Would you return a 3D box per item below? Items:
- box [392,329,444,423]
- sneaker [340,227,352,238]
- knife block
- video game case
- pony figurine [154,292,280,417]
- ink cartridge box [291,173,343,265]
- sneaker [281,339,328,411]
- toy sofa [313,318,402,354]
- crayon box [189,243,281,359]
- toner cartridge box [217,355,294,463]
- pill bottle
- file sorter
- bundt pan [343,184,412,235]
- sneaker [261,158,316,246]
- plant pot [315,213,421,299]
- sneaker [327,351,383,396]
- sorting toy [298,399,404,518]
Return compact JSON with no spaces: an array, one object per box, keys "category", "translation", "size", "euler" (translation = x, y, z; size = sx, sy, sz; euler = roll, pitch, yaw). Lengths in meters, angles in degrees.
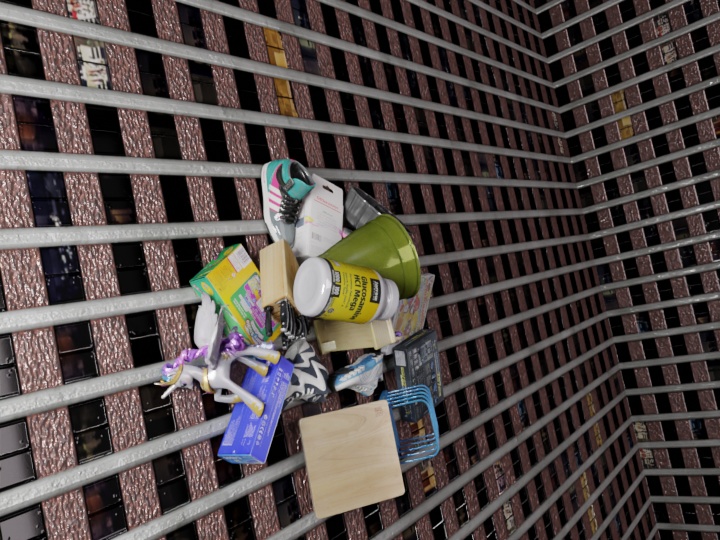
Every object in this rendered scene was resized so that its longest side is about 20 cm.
[{"category":"box","translation":[0.155,0.274,1.651],"size":[0.157,0.050,0.204],"euler":[-23,109,-51]},{"category":"sneaker","translation":[-0.008,-0.041,1.577],"size":[0.199,0.078,0.097],"euler":[18,100,-59]},{"category":"knife block","translation":[-0.159,0.047,1.235],"size":[0.203,0.063,0.175],"euler":[65,15,-1]},{"category":"video game case","translation":[0.126,0.111,1.634],"size":[0.181,0.023,0.204],"euler":[-5,109,-57]},{"category":"pony figurine","translation":[-0.252,0.156,1.136],"size":[0.197,0.166,0.196],"euler":[20,87,-24]},{"category":"ink cartridge box","translation":[-0.102,-0.109,1.470],"size":[0.116,0.067,0.204],"euler":[23,63,-46]},{"category":"sneaker","translation":[-0.124,0.257,1.315],"size":[0.130,0.079,0.200],"euler":[46,36,-20]},{"category":"toy sofa","translation":[-0.006,0.131,1.406],"size":[0.097,0.198,0.084],"euler":[-16,92,-44]},{"category":"crayon box","translation":[-0.237,0.064,1.256],"size":[0.202,0.058,0.119],"euler":[60,41,-19]},{"category":"toner cartridge box","translation":[-0.199,0.267,1.209],"size":[0.043,0.094,0.202],"euler":[42,49,-36]},{"category":"pill bottle","translation":[-0.023,0.044,1.230],"size":[0.198,0.112,0.115],"euler":[11,69,-37]},{"category":"file sorter","translation":[0.116,0.358,1.478],"size":[0.200,0.121,0.141],"euler":[-1,76,-83]},{"category":"bundt pan","translation":[0.032,-0.125,1.577],"size":[0.201,0.076,0.202],"euler":[37,12,-9]},{"category":"sneaker","translation":[-0.150,-0.157,1.385],"size":[0.083,0.119,0.204],"euler":[-3,81,-51]},{"category":"plant pot","translation":[0.000,0.000,1.388],"size":[0.191,0.200,0.204],"euler":[-21,95,-25]},{"category":"sneaker","translation":[0.000,0.260,1.478],"size":[0.199,0.074,0.088],"euler":[-18,98,-51]},{"category":"sorting toy","translation":[-0.025,0.398,1.342],"size":[0.197,0.070,0.202],"euler":[-9,82,-18]}]
